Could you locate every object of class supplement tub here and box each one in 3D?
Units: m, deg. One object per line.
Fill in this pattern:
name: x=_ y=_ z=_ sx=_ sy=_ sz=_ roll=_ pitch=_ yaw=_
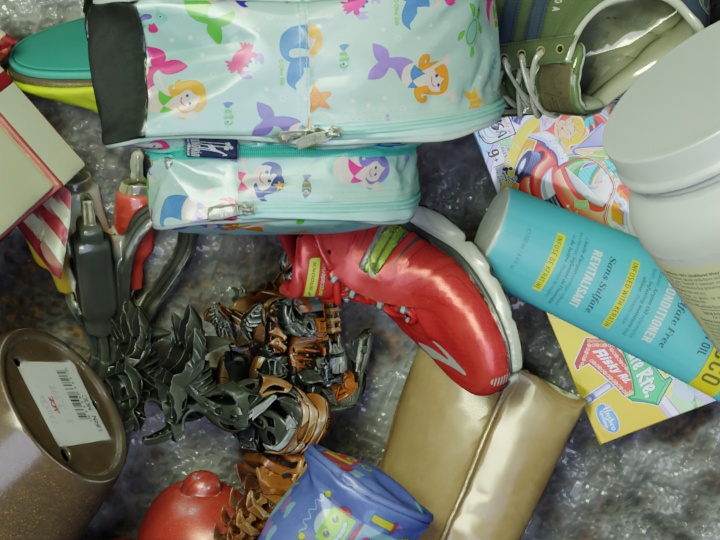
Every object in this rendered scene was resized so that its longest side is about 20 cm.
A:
supplement tub: x=0.225 y=-0.019 z=1.442 sx=0.145 sy=0.145 sz=0.200 roll=-33 pitch=112 yaw=11

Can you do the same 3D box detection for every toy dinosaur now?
toy dinosaur: x=-0.056 y=0.065 z=1.542 sx=0.135 sy=0.201 sz=0.102 roll=17 pitch=152 yaw=-29

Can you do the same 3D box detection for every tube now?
tube: x=0.156 y=0.017 z=1.535 sx=0.200 sy=0.050 sz=0.078 roll=23 pitch=105 yaw=-10

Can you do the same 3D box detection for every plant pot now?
plant pot: x=-0.225 y=0.120 z=1.517 sx=0.200 sy=0.187 sz=0.187 roll=-36 pitch=103 yaw=24

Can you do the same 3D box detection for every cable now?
cable: x=-0.138 y=0.026 z=1.595 sx=0.097 sy=0.050 sz=0.200 roll=-8 pitch=119 yaw=-14

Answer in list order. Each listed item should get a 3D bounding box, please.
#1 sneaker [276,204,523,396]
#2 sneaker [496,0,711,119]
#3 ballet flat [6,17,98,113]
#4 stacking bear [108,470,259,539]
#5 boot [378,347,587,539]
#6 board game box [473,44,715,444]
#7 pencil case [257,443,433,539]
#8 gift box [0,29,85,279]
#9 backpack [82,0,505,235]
sneaker: x=0.000 y=0.000 z=1.508 sx=0.200 sy=0.085 sz=0.077 roll=45 pitch=145 yaw=15
sneaker: x=0.090 y=-0.113 z=1.493 sx=0.200 sy=0.090 sz=0.067 roll=-23 pitch=133 yaw=1
ballet flat: x=-0.086 y=-0.109 z=1.533 sx=0.199 sy=0.067 sz=0.067 roll=-15 pitch=127 yaw=4
stacking bear: x=-0.131 y=0.197 z=1.602 sx=0.121 sy=0.114 sz=0.200 roll=43 pitch=99 yaw=-10
boot: x=0.075 y=0.156 z=1.555 sx=0.175 sy=0.066 sz=0.200 roll=23 pitch=86 yaw=10
board game box: x=0.155 y=-0.021 z=1.562 sx=0.134 sy=0.034 sz=0.200 roll=-22 pitch=105 yaw=7
pencil case: x=-0.042 y=0.187 z=1.523 sx=0.078 sy=0.087 sz=0.200 roll=33 pitch=98 yaw=5
gift box: x=-0.266 y=-0.032 z=1.479 sx=0.184 sy=0.187 sz=0.200 roll=-32 pitch=101 yaw=30
backpack: x=-0.027 y=-0.094 z=1.411 sx=0.199 sy=0.178 sz=0.151 roll=-9 pitch=97 yaw=-1
